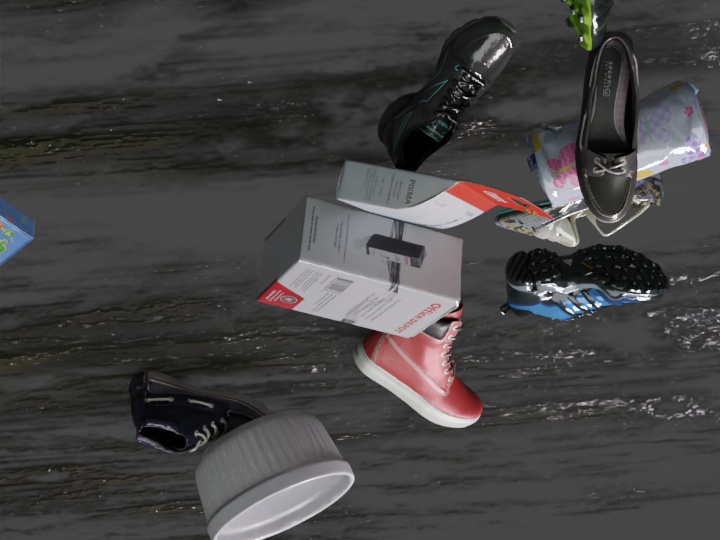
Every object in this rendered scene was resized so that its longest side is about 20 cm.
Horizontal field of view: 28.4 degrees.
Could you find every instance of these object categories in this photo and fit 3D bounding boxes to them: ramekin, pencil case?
[{"bbox_3d":[-0.118,0.263,1.829,0.199,0.106,0.201,-24,158,-10],"label":"ramekin"},{"bbox_3d":[0.284,-0.139,1.571,0.198,0.092,0.083,-17,158,10],"label":"pencil case"}]

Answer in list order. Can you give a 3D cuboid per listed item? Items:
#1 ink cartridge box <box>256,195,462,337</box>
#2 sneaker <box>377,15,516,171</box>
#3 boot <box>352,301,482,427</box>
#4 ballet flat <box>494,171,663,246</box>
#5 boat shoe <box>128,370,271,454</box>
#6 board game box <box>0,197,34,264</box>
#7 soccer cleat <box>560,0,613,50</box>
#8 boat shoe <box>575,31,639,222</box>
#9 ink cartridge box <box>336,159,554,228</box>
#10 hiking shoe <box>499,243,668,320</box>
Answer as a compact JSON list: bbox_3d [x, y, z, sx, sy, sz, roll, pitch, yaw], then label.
[{"bbox_3d":[0.000,0.000,1.628,0.198,0.085,0.144,15,156,-19],"label":"ink cartridge box"},{"bbox_3d":[0.098,-0.182,1.514,0.075,0.080,0.200,26,123,-27],"label":"sneaker"},{"bbox_3d":[0.109,0.110,1.788,0.199,0.073,0.144,33,119,-27],"label":"boot"},{"bbox_3d":[0.255,-0.066,1.635,0.199,0.072,0.072,-19,132,8],"label":"ballet flat"},{"bbox_3d":[-0.202,0.200,1.812,0.198,0.093,0.075,17,128,-22],"label":"boat shoe"},{"bbox_3d":[-0.490,-0.032,1.605,0.199,0.037,0.151,-34,127,23],"label":"board game box"},{"bbox_3d":[0.246,-0.311,1.426,0.080,0.068,0.201,-14,132,-9],"label":"soccer cleat"},{"bbox_3d":[0.261,-0.152,1.502,0.066,0.057,0.202,2,92,9],"label":"boat shoe"},{"bbox_3d":[0.093,-0.068,1.525,0.198,0.048,0.160,14,179,21],"label":"ink cartridge box"},{"bbox_3d":[0.271,0.019,1.730,0.198,0.075,0.087,4,140,3],"label":"hiking shoe"}]
